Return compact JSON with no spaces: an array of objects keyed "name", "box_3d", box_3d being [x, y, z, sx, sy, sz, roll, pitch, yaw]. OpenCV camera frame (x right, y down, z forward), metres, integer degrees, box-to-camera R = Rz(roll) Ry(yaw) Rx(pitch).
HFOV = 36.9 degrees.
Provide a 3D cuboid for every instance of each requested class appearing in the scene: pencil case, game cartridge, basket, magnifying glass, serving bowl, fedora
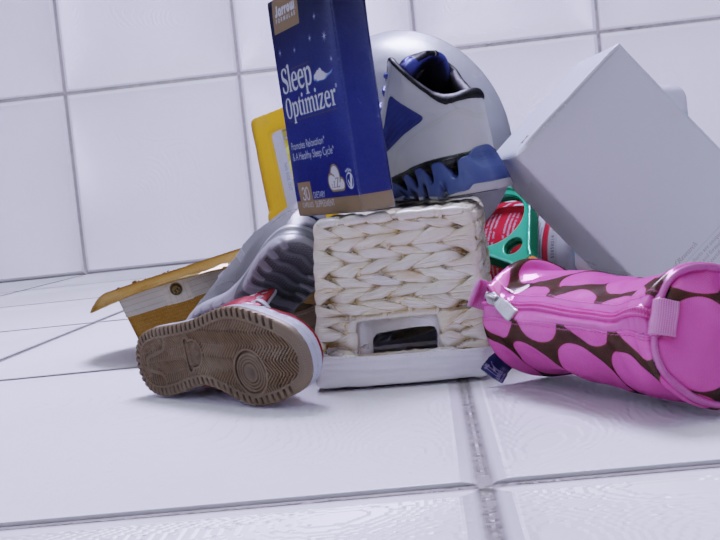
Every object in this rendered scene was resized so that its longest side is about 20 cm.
[{"name":"pencil case","box_3d":[0.148,0.033,0.650,0.093,0.092,0.199,30,-12,-20]},{"name":"game cartridge","box_3d":[-0.020,-0.101,1.145,0.174,0.202,0.032,-19,-26,12]},{"name":"basket","box_3d":[0.039,0.011,0.850,0.134,0.125,0.200,-6,4,9]},{"name":"magnifying glass","box_3d":[0.147,-0.016,1.004,0.079,0.022,0.201,-37,37,9]},{"name":"serving bowl","box_3d":[0.032,-0.107,0.962,0.198,0.202,0.066,-3,23,36]},{"name":"fedora","box_3d":[-0.171,0.035,1.100,0.198,0.083,0.201,-18,4,1]}]

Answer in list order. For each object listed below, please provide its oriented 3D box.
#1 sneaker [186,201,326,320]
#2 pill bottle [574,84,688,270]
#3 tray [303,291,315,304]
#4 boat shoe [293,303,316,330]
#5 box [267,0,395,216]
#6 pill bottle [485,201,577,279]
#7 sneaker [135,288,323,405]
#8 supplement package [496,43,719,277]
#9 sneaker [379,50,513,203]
[{"name":"sneaker","box_3d":[-0.081,0.011,0.927,0.200,0.074,0.083,-39,25,41]},{"name":"pill bottle","box_3d":[0.242,-0.058,0.961,0.109,0.203,0.111,-6,3,0]},{"name":"tray","box_3d":[0.000,0.000,1.010,0.197,0.037,0.099,7,27,10]},{"name":"boat shoe","box_3d":[-0.048,0.035,1.060,0.071,0.066,0.199,-3,5,38]},{"name":"box","box_3d":[-0.026,-0.143,0.795,0.032,0.203,0.121,-9,5,-25]},{"name":"pill bottle","box_3d":[0.159,-0.014,1.104,0.198,0.114,0.112,-2,5,42]},{"name":"sneaker","box_3d":[-0.071,0.053,0.803,0.112,0.072,0.199,-14,6,-43]},{"name":"supplement package","box_3d":[0.215,-0.059,0.844,0.117,0.200,0.117,-46,5,1]},{"name":"sneaker","box_3d":[0.038,-0.113,0.866,0.080,0.117,0.198,-9,4,-41]}]
